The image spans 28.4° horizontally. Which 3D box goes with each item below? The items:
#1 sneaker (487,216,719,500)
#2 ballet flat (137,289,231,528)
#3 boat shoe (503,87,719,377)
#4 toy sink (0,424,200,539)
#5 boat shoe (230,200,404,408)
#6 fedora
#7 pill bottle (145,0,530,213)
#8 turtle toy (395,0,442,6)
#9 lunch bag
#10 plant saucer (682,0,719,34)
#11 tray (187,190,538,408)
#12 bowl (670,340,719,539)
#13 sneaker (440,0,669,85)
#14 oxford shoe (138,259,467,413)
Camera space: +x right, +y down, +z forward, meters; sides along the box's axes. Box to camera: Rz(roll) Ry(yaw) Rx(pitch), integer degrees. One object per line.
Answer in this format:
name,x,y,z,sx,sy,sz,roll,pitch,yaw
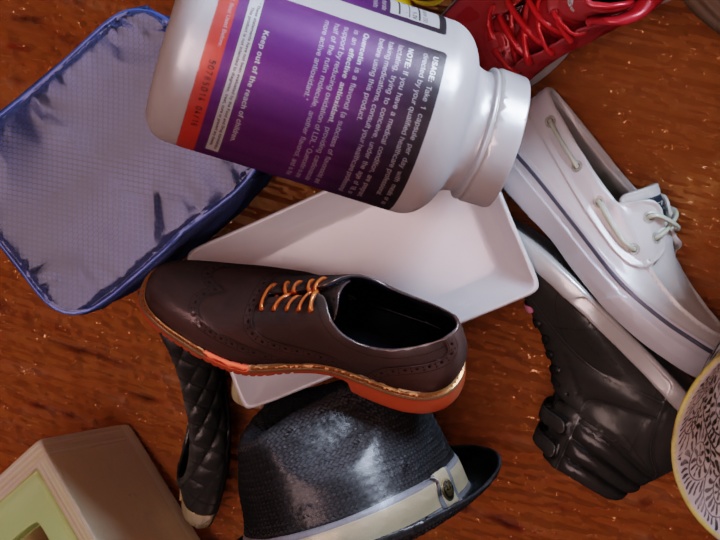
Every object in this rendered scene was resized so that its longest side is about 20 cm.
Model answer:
sneaker,0.126,0.060,0.882,0.099,0.071,0.200,-44,90,16
ballet flat,-0.117,0.087,0.955,0.056,0.067,0.201,-5,119,-11
boat shoe,0.157,-0.025,0.854,0.200,0.074,0.067,45,112,5
toy sink,-0.182,0.228,0.975,0.130,0.112,0.201,-40,74,21
boat shoe,-0.015,0.017,0.921,0.064,0.071,0.201,36,108,9
fedora,-0.014,0.116,0.873,0.199,0.200,0.092,-18,92,20
pill bottle,-0.012,-0.100,0.790,0.199,0.113,0.113,17,107,-8
turtle toy,0.044,-0.234,0.830,0.199,0.101,0.146,-21,109,22
lunch bag,-0.150,-0.065,0.914,0.200,0.132,0.136,-37,90,9
plant saucer,0.241,-0.215,0.754,0.198,0.029,0.202,-3,101,-17
tray,0.000,0.000,0.872,0.199,0.022,0.108,-23,87,12
bowl,0.275,0.071,0.810,0.199,0.094,0.202,4,126,6
sneaker,0.106,-0.155,0.821,0.199,0.115,0.079,-31,91,21
oxford shoe,-0.033,0.021,0.821,0.198,0.072,0.073,12,147,6
